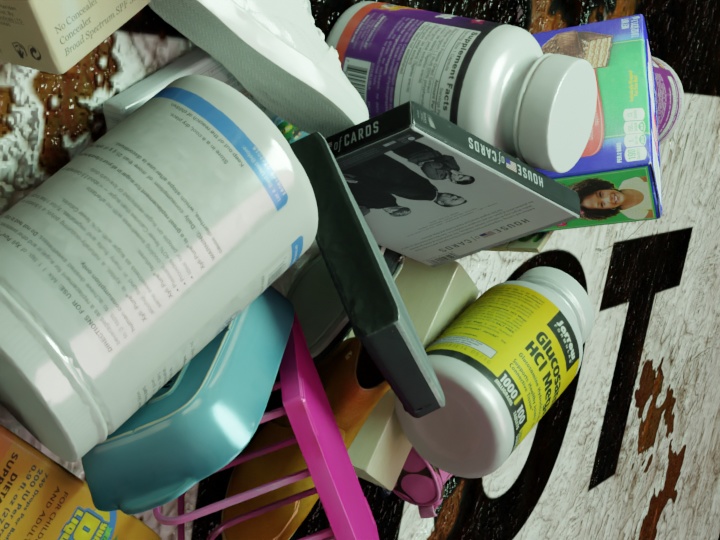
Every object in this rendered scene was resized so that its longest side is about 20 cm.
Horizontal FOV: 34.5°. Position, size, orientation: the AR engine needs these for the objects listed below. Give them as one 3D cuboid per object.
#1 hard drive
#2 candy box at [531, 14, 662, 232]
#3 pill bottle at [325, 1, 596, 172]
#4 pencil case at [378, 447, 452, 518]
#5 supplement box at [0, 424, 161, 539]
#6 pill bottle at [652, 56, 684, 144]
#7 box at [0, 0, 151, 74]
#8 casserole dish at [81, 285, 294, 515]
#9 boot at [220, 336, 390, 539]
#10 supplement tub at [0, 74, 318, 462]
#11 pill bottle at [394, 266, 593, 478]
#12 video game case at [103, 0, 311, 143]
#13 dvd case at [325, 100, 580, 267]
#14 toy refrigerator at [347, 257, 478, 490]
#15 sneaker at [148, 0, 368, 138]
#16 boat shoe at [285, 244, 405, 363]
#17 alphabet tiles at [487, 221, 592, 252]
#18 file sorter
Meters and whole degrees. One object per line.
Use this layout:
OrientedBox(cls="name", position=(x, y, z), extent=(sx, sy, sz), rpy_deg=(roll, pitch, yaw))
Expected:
OrientedBox(cls="hard drive", position=(0.006, 0.011, 0.795), extent=(0.032, 0.141, 0.200), rpy_deg=(-24, 156, 3))
OrientedBox(cls="candy box", position=(0.145, -0.117, 0.970), extent=(0.077, 0.196, 0.171), rpy_deg=(60, 29, -47))
OrientedBox(cls="pill bottle", position=(0.074, -0.137, 0.889), extent=(0.111, 0.198, 0.113), rpy_deg=(-32, 131, -46))
OrientedBox(cls="pencil case", position=(0.099, 0.157, 1.184), extent=(0.199, 0.090, 0.095), rpy_deg=(-39, 100, -40))
OrientedBox(cls="supplement box", position=(-0.203, 0.147, 0.713), extent=(0.067, 0.068, 0.201), rpy_deg=(-59, 149, -17))
OrientedBox(cls="pill bottle", position=(0.272, -0.186, 1.268), extent=(0.199, 0.111, 0.114), rpy_deg=(-9, 112, -57))
OrientedBox(cls="box", position=(-0.177, -0.210, 0.568), extent=(0.095, 0.077, 0.202), rpy_deg=(-50, 142, -31))
OrientedBox(cls="casserole dish", position=(-0.108, 0.066, 0.714), extent=(0.039, 0.120, 0.201), rpy_deg=(57, 24, -24))
OrientedBox(cls="boot", position=(-0.033, 0.123, 0.908), extent=(0.144, 0.070, 0.202), rpy_deg=(-49, -171, 52))
OrientedBox(cls="supplement tub", position=(-0.131, -0.006, 0.667), extent=(0.200, 0.131, 0.133), rpy_deg=(-43, 139, -25))
OrientedBox(cls="pill bottle", position=(0.125, 0.080, 1.018), extent=(0.200, 0.111, 0.114), rpy_deg=(-40, 136, -43))
OrientedBox(cls="video game case", position=(-0.091, -0.074, 0.826), extent=(0.200, 0.023, 0.185), rpy_deg=(-42, 138, -42))
OrientedBox(cls="dvd case", position=(0.046, -0.056, 0.850), extent=(0.198, 0.149, 0.025), rpy_deg=(20, 61, -44))
OrientedBox(cls="toy refrigerator", position=(0.030, 0.086, 1.047), extent=(0.203, 0.075, 0.070), rpy_deg=(-65, 148, -14))
OrientedBox(cls="sneaker", position=(-0.045, -0.176, 0.770), extent=(0.199, 0.073, 0.117), rpy_deg=(38, 65, -42))
OrientedBox(cls="boat shoe", position=(0.000, 0.000, 0.959), extent=(0.202, 0.075, 0.061), rpy_deg=(-59, 140, -21))
OrientedBox(cls="alphabet tiles", position=(0.142, -0.076, 1.035), extent=(0.167, 0.198, 0.006), rpy_deg=(-53, 126, -29))
OrientedBox(cls="file sorter", position=(-0.068, 0.157, 0.796), extent=(0.139, 0.123, 0.203), rpy_deg=(-106, 177, -67))
